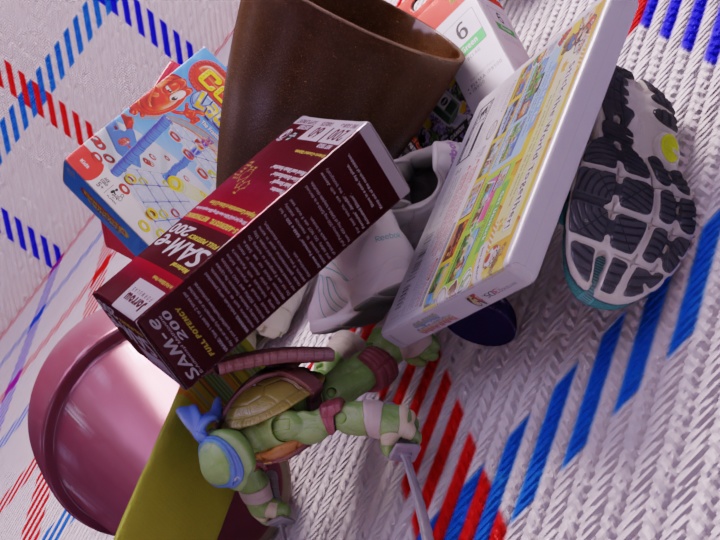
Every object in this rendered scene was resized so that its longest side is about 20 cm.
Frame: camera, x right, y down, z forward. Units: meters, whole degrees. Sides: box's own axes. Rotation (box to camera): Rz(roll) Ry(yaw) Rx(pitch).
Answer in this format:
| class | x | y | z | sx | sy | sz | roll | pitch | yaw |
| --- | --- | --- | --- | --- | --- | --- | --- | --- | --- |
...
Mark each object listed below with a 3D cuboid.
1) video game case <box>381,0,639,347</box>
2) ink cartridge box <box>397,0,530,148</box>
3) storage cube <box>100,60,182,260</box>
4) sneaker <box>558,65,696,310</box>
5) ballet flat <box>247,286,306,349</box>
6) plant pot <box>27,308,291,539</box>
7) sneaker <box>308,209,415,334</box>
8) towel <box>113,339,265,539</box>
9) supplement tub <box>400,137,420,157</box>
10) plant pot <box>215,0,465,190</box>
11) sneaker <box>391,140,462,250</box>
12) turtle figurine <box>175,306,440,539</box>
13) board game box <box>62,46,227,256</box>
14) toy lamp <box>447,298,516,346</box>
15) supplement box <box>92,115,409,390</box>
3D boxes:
| class | x | y | z | sx | sy | sz | roll | pitch | yaw |
| --- | --- | --- | --- | --- | --- | --- | --- | --- | --- |
| video game case | 0.090 | -0.059 | 0.699 | 0.202 | 0.023 | 0.182 | -65 | 12 | -23 |
| ink cartridge box | 0.076 | -0.189 | 0.953 | 0.109 | 0.050 | 0.202 | -40 | 56 | 30 |
| storage cube | -0.175 | -0.089 | 1.247 | 0.173 | 0.178 | 0.201 | -62 | -3 | -25 |
| sneaker | 0.153 | -0.042 | 0.671 | 0.201 | 0.077 | 0.080 | -69 | 5 | -48 |
| ballet flat | -0.106 | 0.058 | 1.111 | 0.200 | 0.069 | 0.070 | -49 | 19 | 26 |
| plant pot | -0.149 | 0.144 | 0.888 | 0.201 | 0.199 | 0.179 | -54 | 35 | -3 |
| sneaker | 0.000 | 0.000 | 0.860 | 0.200 | 0.069 | 0.082 | 137 | 118 | -68 |
| towel | -0.112 | 0.128 | 0.743 | 0.018 | 0.086 | 0.202 | -7 | 47 | 30 |
| supplement tub | 0.010 | -0.110 | 1.038 | 0.107 | 0.106 | 0.202 | -19 | 40 | 58 |
| plant pot | -0.040 | -0.121 | 0.900 | 0.187 | 0.184 | 0.202 | -103 | 36 | -65 |
| sneaker | 0.035 | -0.055 | 0.886 | 0.199 | 0.098 | 0.076 | -32 | 53 | 49 |
| turtle figurine | -0.013 | 0.123 | 0.751 | 0.194 | 0.198 | 0.145 | -43 | -21 | -47 |
| board game box | -0.160 | -0.091 | 1.117 | 0.196 | 0.200 | 0.056 | -45 | -4 | -25 |
| toy lamp | 0.110 | -0.044 | 0.771 | 0.058 | 0.058 | 0.202 | -26 | 36 | 53 |
| supplement box | -0.074 | -0.019 | 0.742 | 0.200 | 0.061 | 0.108 | -43 | 25 | -16 |
